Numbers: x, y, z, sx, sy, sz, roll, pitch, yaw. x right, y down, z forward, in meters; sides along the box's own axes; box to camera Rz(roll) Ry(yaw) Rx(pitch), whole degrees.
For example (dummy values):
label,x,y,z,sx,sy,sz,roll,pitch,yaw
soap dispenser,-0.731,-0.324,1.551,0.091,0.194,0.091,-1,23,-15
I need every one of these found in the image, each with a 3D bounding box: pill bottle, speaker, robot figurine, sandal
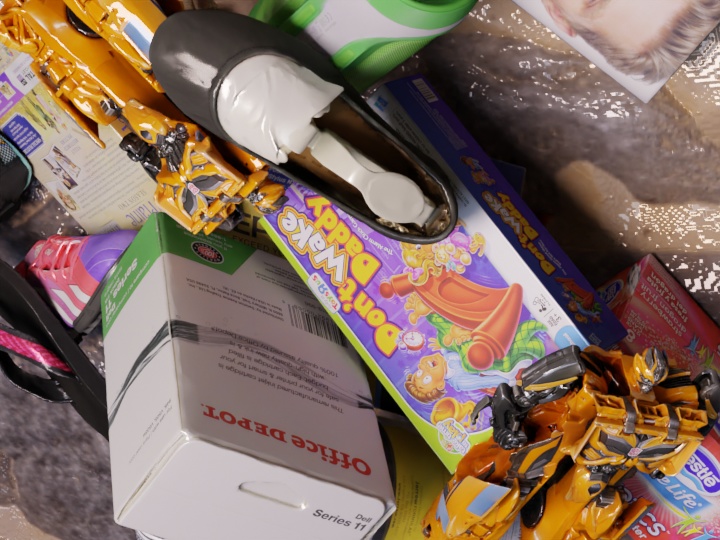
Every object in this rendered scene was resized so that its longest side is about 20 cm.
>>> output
label,x,y,z,sx,sy,sz,roll,pitch,yaw
pill bottle,0.052,0.162,1.095,0.200,0.112,0.112,16,138,-33
speaker,-0.003,-0.146,0.929,0.088,0.088,0.200,45,156,-9
robot figurine,0.123,0.115,0.959,0.145,0.058,0.200,10,138,-24
robot figurine,-0.122,-0.103,0.969,0.200,0.058,0.145,46,143,-2
sandal,-0.219,0.062,1.137,0.200,0.045,0.075,46,158,16

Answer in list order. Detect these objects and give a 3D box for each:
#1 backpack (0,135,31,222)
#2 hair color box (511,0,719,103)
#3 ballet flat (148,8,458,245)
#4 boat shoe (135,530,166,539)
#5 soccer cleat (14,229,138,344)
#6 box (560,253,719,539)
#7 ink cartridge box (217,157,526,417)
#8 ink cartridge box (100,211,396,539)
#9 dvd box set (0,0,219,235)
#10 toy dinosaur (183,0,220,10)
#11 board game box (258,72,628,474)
label,x,y,z,sx,sy,sz,roll,pitch,yaw
backpack,-0.357,-0.076,1.146,0.200,0.153,0.176,52,137,-3
hair color box,0.113,-0.195,0.906,0.200,0.061,0.100,36,130,-2
ballet flat,-0.021,-0.075,0.890,0.200,0.068,0.068,30,99,-26
boat shoe,-0.059,0.136,1.139,0.199,0.074,0.068,-10,133,-22
soccer cleat,-0.197,0.003,1.143,0.073,0.068,0.200,45,156,-5
box,0.199,0.103,1.043,0.200,0.096,0.100,47,127,-10
ink cartridge box,0.000,0.000,1.100,0.197,0.047,0.200,16,130,16
ink cartridge box,-0.072,0.075,0.997,0.146,0.200,0.083,23,121,-26
dvd box set,-0.185,-0.088,1.102,0.200,0.029,0.146,48,151,-10
toy dinosaur,-0.114,-0.202,1.017,0.200,0.058,0.101,12,104,35
board game box,0.046,0.003,0.998,0.200,0.045,0.134,52,125,11
